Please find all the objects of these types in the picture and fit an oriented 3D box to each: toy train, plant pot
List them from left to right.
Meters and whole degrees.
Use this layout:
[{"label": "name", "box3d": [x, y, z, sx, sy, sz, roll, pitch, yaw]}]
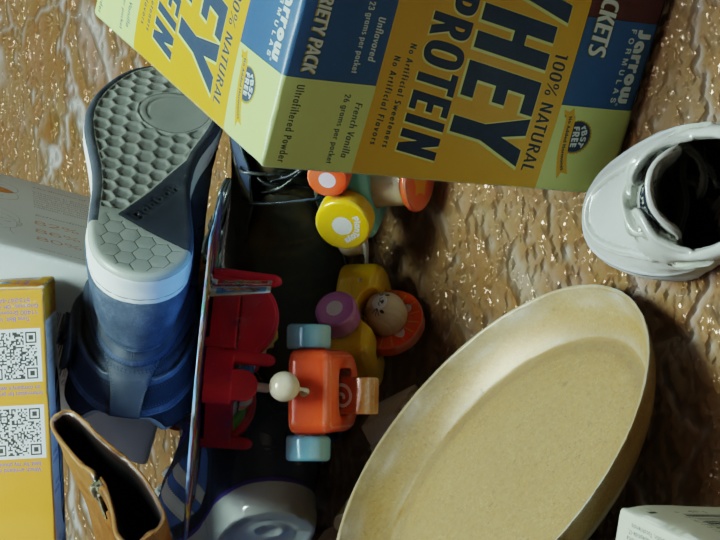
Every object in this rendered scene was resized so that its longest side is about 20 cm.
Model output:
[{"label": "toy train", "box3d": [0.000, 0.000, 1.484, 0.150, 0.055, 0.201, 25, -114, -74]}, {"label": "plant pot", "box3d": [0.067, 0.094, 1.355, 0.200, 0.027, 0.200, -38, 27, 23]}]

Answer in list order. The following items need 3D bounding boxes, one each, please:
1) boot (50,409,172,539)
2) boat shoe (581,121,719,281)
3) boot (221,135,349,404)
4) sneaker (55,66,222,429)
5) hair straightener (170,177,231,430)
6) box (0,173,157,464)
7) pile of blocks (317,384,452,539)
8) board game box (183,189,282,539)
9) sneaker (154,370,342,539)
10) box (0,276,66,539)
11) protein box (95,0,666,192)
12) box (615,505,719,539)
[{"label": "boot", "box3d": [-0.126, 0.151, 1.492, 0.188, 0.068, 0.200, 52, 169, 49]}, {"label": "boat shoe", "box3d": [0.148, -0.032, 1.273, 0.200, 0.065, 0.072, 2, 89, 59]}, {"label": "boot", "box3d": [-0.049, -0.034, 1.557, 0.097, 0.074, 0.201, 61, -157, -66]}, {"label": "sneaker", "box3d": [-0.118, -0.007, 1.569, 0.203, 0.076, 0.147, -83, -1, -50]}, {"label": "hair straightener", "box3d": [-0.088, -0.004, 1.694, 0.077, 0.041, 0.201, 59, 141, 45]}, {"label": "box", "box3d": [-0.189, 0.020, 1.698, 0.200, 0.151, 0.107, -119, 44, -75]}, {"label": "pile of blocks", "box3d": [0.015, 0.145, 1.506, 0.201, 0.082, 0.062, -64, -5, 19]}, {"label": "board game box", "box3d": [-0.063, 0.049, 1.490, 0.200, 0.039, 0.159, -89, 4, -78]}, {"label": "sneaker", "box3d": [-0.081, 0.109, 1.650, 0.200, 0.080, 0.147, 133, 140, -52]}, {"label": "box", "box3d": [-0.179, 0.106, 1.536, 0.119, 0.041, 0.201, -154, 63, -86]}, {"label": "protein box", "box3d": [0.010, -0.141, 1.390, 0.200, 0.198, 0.136, 42, 122, 52]}, {"label": "box", "box3d": [0.145, 0.208, 1.253, 0.082, 0.068, 0.201, 24, 108, 58]}]
